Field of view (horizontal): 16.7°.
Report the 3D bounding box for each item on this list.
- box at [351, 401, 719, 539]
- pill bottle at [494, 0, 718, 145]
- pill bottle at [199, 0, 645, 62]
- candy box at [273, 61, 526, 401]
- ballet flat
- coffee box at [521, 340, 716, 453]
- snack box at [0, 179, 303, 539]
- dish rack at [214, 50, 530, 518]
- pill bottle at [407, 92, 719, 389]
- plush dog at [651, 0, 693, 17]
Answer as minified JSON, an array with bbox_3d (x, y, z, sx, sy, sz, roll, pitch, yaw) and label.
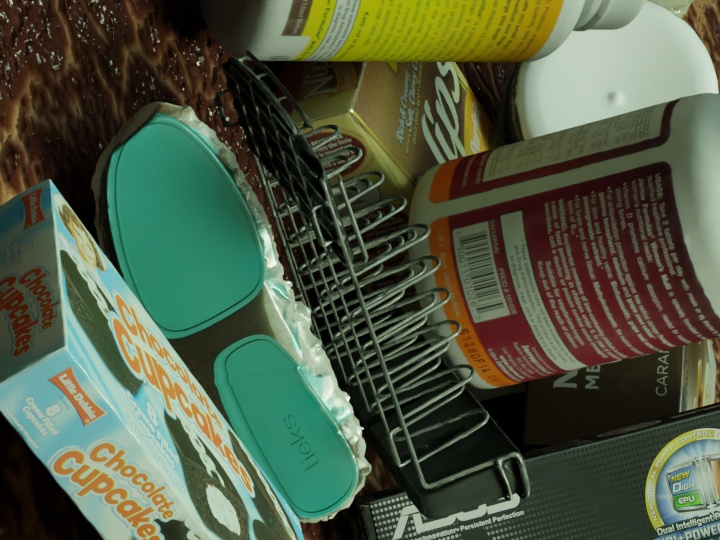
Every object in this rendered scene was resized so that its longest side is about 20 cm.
[{"bbox_3d":[0.110,0.159,1.130,0.044,0.198,0.162,170,-93,-83],"label":"box"},{"bbox_3d":[0.127,-0.079,1.322,0.200,0.105,0.107,100,-23,-86],"label":"pill bottle"},{"bbox_3d":[0.031,-0.150,1.117,0.198,0.109,0.110,-1,74,-23],"label":"pill bottle"},{"bbox_3d":[0.029,-0.041,1.220,0.200,0.055,0.116,56,32,-36],"label":"candy box"},{"bbox_3d":[-0.059,0.017,1.027,0.201,0.071,0.072,67,28,-22],"label":"ballet flat"},{"bbox_3d":[0.138,0.067,1.276,0.200,0.079,0.115,62,31,-65],"label":"coffee box"},{"bbox_3d":[-0.076,0.073,0.931,0.200,0.037,0.116,57,9,-33],"label":"snack box"},{"bbox_3d":[0.000,0.000,1.051,0.153,0.054,0.201,48,-20,57],"label":"dish rack"},{"bbox_3d":[0.131,-0.018,1.118,0.110,0.199,0.110,43,40,-51],"label":"pill bottle"},{"bbox_3d":[0.149,-0.215,1.473,0.201,0.160,0.172,60,7,-28],"label":"plush dog"}]
